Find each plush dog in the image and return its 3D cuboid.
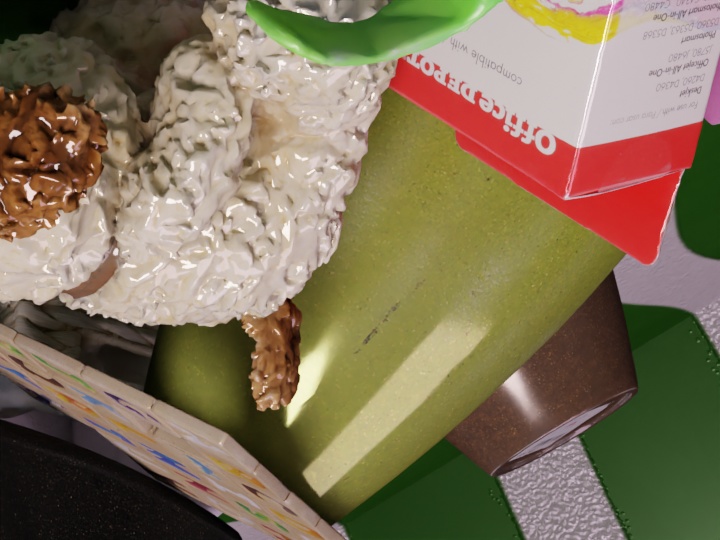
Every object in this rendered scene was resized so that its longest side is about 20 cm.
[{"bbox_3d":[-0.097,-0.031,0.899,0.171,0.161,0.200,2,180,-29],"label":"plush dog"}]

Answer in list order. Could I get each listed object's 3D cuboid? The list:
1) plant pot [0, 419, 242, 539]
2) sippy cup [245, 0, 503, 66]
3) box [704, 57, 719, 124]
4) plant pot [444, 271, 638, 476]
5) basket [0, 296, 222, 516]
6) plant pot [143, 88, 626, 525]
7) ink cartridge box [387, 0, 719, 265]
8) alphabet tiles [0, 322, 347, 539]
[{"bbox_3d":[-0.153,0.185,1.120,0.177,0.200,0.200,9,159,-44],"label":"plant pot"},{"bbox_3d":[0.018,-0.155,0.766,0.130,0.178,0.140,1,177,-40],"label":"sippy cup"},{"bbox_3d":[0.200,-0.172,0.932,0.176,0.097,0.200,-19,-151,54],"label":"box"},{"bbox_3d":[0.061,0.003,1.379,0.187,0.200,0.187,-29,169,-6],"label":"plant pot"},{"bbox_3d":[-0.141,0.065,1.224,0.135,0.124,0.200,19,146,-23],"label":"basket"},{"bbox_3d":[0.000,0.000,1.061,0.200,0.187,0.187,-56,173,-10],"label":"plant pot"},{"bbox_3d":[0.067,-0.106,0.888,0.067,0.116,0.200,-14,126,-39],"label":"ink cartridge box"},{"bbox_3d":[-0.083,0.069,1.026,0.008,0.167,0.200,-60,151,-12],"label":"alphabet tiles"}]
